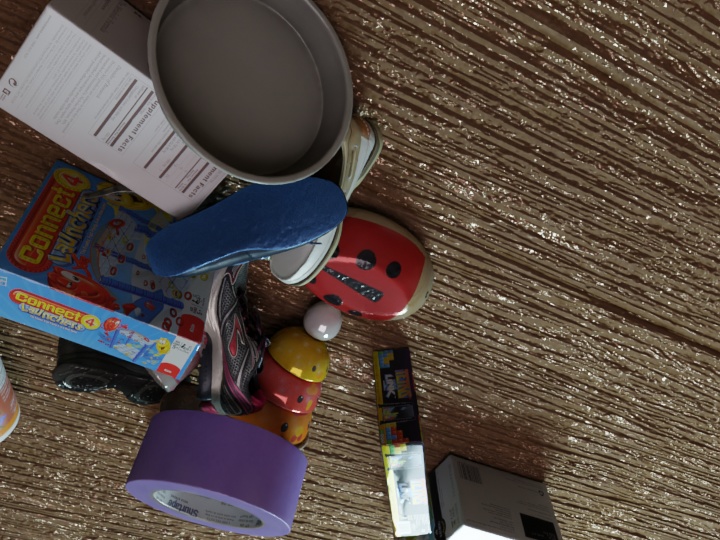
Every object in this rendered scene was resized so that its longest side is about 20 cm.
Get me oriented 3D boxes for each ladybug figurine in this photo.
[{"bbox_3d":[0.000,0.000,0.813,0.200,0.072,0.136,25,122,-21],"label":"ladybug figurine"}]

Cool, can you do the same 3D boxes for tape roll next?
[{"bbox_3d":[-0.170,0.247,0.822,0.200,0.085,0.200,11,148,7],"label":"tape roll"}]

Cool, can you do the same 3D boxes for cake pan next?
[{"bbox_3d":[-0.098,-0.173,0.617,0.200,0.200,0.037,35,155,-26],"label":"cake pan"}]

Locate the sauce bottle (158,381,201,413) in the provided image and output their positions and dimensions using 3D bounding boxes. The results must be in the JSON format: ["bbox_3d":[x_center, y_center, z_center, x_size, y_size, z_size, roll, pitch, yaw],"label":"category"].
[{"bbox_3d":[-0.246,0.213,0.935,0.066,0.066,0.200,13,147,-13],"label":"sauce bottle"}]

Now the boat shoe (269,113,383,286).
[{"bbox_3d":[-0.051,-0.074,0.722,0.075,0.068,0.200,31,105,21],"label":"boat shoe"}]

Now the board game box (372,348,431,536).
[{"bbox_3d":[0.057,0.235,0.938,0.057,0.165,0.200,-6,128,3],"label":"board game box"}]

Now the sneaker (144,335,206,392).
[{"bbox_3d":[-0.256,0.040,0.836,0.105,0.075,0.200,-39,102,-20],"label":"sneaker"}]

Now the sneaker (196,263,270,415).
[{"bbox_3d":[-0.146,0.073,0.820,0.075,0.081,0.200,4,98,10],"label":"sneaker"}]

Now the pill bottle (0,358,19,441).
[{"bbox_3d":[-0.508,0.128,0.852,0.112,0.112,0.200,-1,128,-3],"label":"pill bottle"}]

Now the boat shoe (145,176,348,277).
[{"bbox_3d":[-0.110,-0.048,0.671,0.200,0.069,0.084,-12,90,4],"label":"boat shoe"}]

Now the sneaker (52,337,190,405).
[{"bbox_3d":[-0.298,0.115,0.882,0.076,0.091,0.200,-29,147,21],"label":"sneaker"}]

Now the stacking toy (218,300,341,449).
[{"bbox_3d":[-0.090,0.123,0.885,0.146,0.146,0.200,27,105,-22],"label":"stacking toy"}]

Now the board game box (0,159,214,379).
[{"bbox_3d":[-0.255,-0.006,0.711,0.196,0.200,0.056,25,121,-22],"label":"board game box"}]

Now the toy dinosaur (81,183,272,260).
[{"bbox_3d":[-0.184,-0.067,0.738,0.200,0.088,0.048,17,109,-8],"label":"toy dinosaur"}]

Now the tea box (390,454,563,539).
[{"bbox_3d":[0.185,0.431,1.118,0.200,0.134,0.197,23,122,-19],"label":"tea box"}]

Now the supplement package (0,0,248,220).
[{"bbox_3d":[-0.214,-0.161,0.649,0.200,0.114,0.110,34,119,-28],"label":"supplement package"}]
